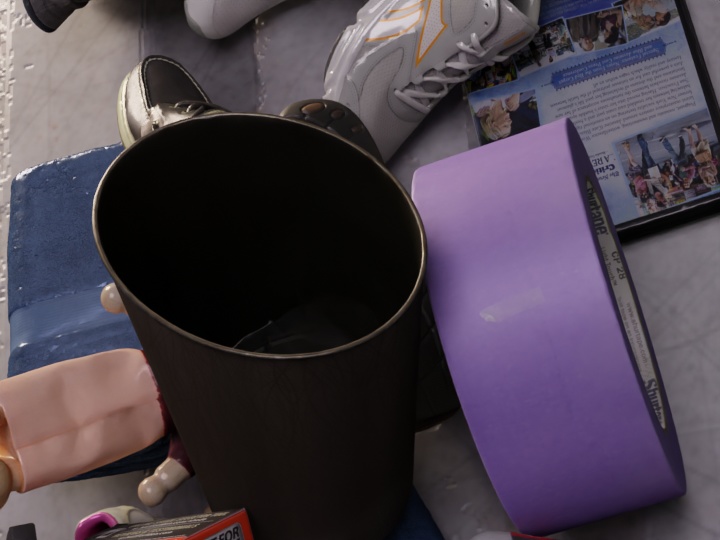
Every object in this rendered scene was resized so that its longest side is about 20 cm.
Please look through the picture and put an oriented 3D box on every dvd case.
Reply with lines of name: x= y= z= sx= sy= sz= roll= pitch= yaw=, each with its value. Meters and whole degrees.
dvd case: x=0.135 y=-0.106 z=1.106 sx=0.141 sy=0.018 sz=0.202 roll=-17 pitch=61 yaw=11

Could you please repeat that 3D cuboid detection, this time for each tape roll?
tape roll: x=0.098 y=0.030 z=0.953 sx=0.084 sy=0.200 sz=0.202 roll=-18 pitch=62 yaw=12

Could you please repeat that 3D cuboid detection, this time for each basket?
basket: x=-0.038 y=0.047 z=0.933 sx=0.136 sy=0.201 sz=0.180 roll=-39 pitch=54 yaw=-25

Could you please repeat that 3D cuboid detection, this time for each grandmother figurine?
grandmother figurine: x=-0.118 y=0.066 z=1.032 sx=0.198 sy=0.123 sz=0.060 roll=-14 pitch=13 yaw=-26

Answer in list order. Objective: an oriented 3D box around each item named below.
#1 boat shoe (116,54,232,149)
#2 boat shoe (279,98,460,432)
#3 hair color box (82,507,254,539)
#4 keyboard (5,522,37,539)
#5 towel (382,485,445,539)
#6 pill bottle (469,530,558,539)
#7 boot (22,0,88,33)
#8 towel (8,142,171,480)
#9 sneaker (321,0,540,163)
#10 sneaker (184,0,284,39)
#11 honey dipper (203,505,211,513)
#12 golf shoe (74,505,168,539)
boat shoe: x=-0.089 y=-0.065 z=1.085 sx=0.066 sy=0.071 sz=0.202 roll=-57 pitch=38 yaw=33
boat shoe: x=0.000 y=0.000 z=1.080 sx=0.075 sy=0.074 sz=0.201 roll=-15 pitch=73 yaw=-32
hair color box: x=-0.084 y=0.228 z=0.940 sx=0.101 sy=0.061 sz=0.202 roll=-13 pitch=94 yaw=39
keyboard: x=-0.175 y=0.235 z=1.014 sx=0.020 sy=0.127 sz=0.202 roll=-1 pitch=59 yaw=-23
towel: x=0.005 y=0.183 z=0.993 sx=0.111 sy=0.049 sz=0.201 roll=-22 pitch=59 yaw=-11
pill bottle: x=0.097 y=0.187 z=0.901 sx=0.198 sy=0.111 sz=0.112 roll=9 pitch=68 yaw=1
boot: x=-0.147 y=-0.249 z=1.242 sx=0.131 sy=0.070 sz=0.201 roll=-12 pitch=35 yaw=41
towel: x=-0.160 y=0.025 z=1.128 sx=0.111 sy=0.049 sz=0.202 roll=-11 pitch=65 yaw=13
sneaker: x=0.053 y=-0.139 z=1.099 sx=0.092 sy=0.076 sz=0.201 roll=34 pitch=98 yaw=34
sneaker: x=-0.027 y=-0.214 z=1.185 sx=0.200 sy=0.070 sz=0.080 roll=-42 pitch=63 yaw=-3
honey dipper: x=-0.049 y=0.214 z=1.022 sx=0.038 sy=0.038 sz=0.201 roll=-26 pitch=56 yaw=7
golf shoe: x=-0.135 y=0.225 z=1.014 sx=0.075 sy=0.092 sz=0.202 roll=-8 pitch=66 yaw=14
